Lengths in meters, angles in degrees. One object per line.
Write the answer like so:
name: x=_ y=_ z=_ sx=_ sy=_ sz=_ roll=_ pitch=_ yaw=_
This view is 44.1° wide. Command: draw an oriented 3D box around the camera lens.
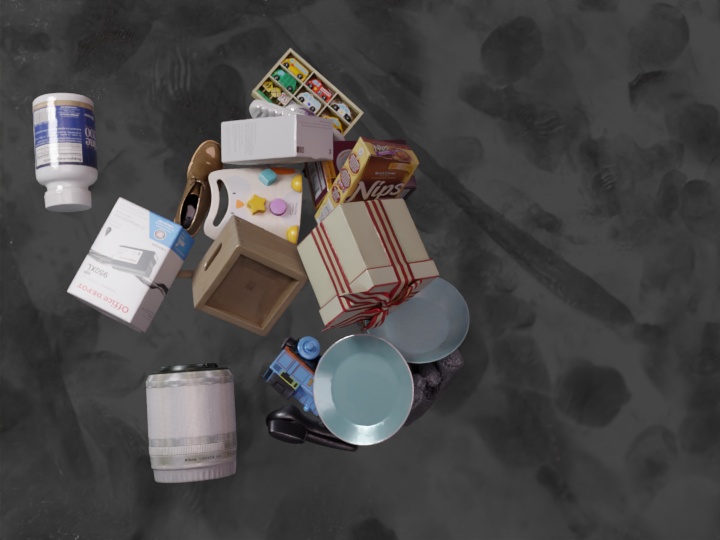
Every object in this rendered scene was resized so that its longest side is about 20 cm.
camera lens: x=-0.306 y=0.273 z=1.613 sx=0.158 sy=0.160 sz=0.203 roll=-2 pitch=84 yaw=-14

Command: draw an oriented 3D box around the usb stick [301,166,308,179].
usb stick: x=-0.027 y=-0.159 z=1.802 sx=0.199 sy=0.033 sz=0.056 roll=35 pitch=71 yaw=-7

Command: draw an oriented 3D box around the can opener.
can opener: x=-0.091 y=0.314 z=1.719 sx=0.198 sy=0.063 sz=0.079 roll=19 pitch=52 yaw=-21

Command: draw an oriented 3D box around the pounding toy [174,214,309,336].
pounding toy: x=-0.233 y=0.010 z=1.661 sx=0.183 sy=0.143 sz=0.201 roll=26 pitch=116 yaw=-29

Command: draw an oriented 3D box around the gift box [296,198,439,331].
gift box: x=0.000 y=0.000 z=1.581 sx=0.198 sy=0.185 sz=0.189 roll=-12 pitch=70 yaw=-36

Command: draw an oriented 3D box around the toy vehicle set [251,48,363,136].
toy vehicle set: x=-0.107 y=-0.338 z=1.806 sx=0.199 sy=0.026 sz=0.125 roll=40 pitch=76 yaw=-7

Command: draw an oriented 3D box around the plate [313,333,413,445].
plate: x=0.007 y=0.218 z=1.627 sx=0.197 sy=0.026 sz=0.203 roll=-2 pitch=84 yaw=21

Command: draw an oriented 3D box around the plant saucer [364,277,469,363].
plant saucer: x=0.107 y=0.096 z=1.685 sx=0.198 sy=0.039 sz=0.203 roll=-1 pitch=55 yaw=1

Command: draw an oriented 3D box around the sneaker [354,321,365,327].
sneaker: x=0.046 y=0.036 z=1.772 sx=0.200 sy=0.080 sz=0.072 roll=-41 pitch=123 yaw=-23

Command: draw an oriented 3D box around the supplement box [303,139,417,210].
supplement box: x=0.000 y=-0.191 z=1.757 sx=0.198 sy=0.086 sz=0.112 roll=-6 pitch=71 yaw=-26

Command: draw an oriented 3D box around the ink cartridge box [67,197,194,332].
ink cartridge box: x=-0.421 y=-0.009 z=1.636 sx=0.143 sy=0.084 sz=0.202 roll=23 pitch=78 yaw=13

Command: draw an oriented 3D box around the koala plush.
koala plush: x=0.069 y=0.185 z=1.739 sx=0.177 sy=0.184 sz=0.200 roll=-37 pitch=72 yaw=-24

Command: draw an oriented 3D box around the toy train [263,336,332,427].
toy train: x=-0.086 y=0.216 z=1.702 sx=0.199 sy=0.087 sz=0.114 roll=40 pitch=62 yaw=1

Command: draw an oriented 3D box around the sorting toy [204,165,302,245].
sorting toy: x=-0.209 y=-0.119 z=1.709 sx=0.178 sy=0.107 sz=0.203 roll=6 pitch=82 yaw=-16

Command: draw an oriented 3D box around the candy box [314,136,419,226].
candy box: x=0.010 y=-0.149 z=1.658 sx=0.115 sy=0.201 sz=0.057 roll=4 pitch=42 yaw=-34

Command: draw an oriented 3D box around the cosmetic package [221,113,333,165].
cosmetic package: x=-0.158 y=-0.244 z=1.678 sx=0.112 sy=0.198 sz=0.082 roll=-4 pitch=93 yaw=-54

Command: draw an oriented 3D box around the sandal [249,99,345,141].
sandal: x=-0.119 y=-0.299 z=1.747 sx=0.200 sy=0.083 sz=0.050 roll=22 pitch=66 yaw=-4

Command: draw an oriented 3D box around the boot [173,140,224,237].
boot: x=-0.307 y=-0.161 z=1.711 sx=0.073 sy=0.075 sz=0.203 roll=17 pitch=77 yaw=-8

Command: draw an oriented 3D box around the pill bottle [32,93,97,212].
pill bottle: x=-0.542 y=-0.215 z=1.637 sx=0.109 sy=0.111 sz=0.203 roll=-3 pitch=84 yaw=-14
